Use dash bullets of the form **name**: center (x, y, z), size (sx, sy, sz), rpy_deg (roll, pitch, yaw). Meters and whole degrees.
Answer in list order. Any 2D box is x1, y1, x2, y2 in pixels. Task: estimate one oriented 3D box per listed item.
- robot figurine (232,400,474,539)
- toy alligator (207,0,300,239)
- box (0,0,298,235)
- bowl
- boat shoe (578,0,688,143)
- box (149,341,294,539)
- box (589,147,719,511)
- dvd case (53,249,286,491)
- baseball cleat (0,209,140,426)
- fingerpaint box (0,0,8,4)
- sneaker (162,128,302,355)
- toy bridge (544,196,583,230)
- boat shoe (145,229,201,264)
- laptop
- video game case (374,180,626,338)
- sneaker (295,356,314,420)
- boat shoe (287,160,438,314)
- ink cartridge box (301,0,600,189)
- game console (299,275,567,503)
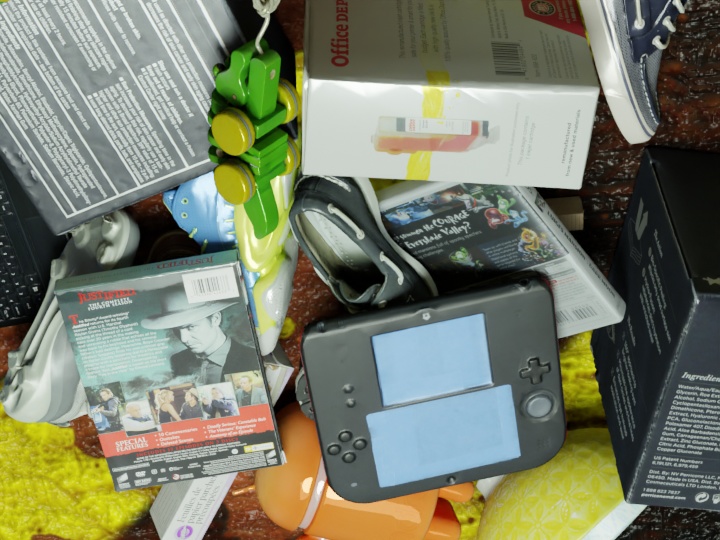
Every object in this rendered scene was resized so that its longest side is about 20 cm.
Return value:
- **robot figurine**: center (-0.005, 0.174, 1.355), size (0.197, 0.118, 0.144), rpy_deg (14, 140, -9)
- **toy alligator**: center (-0.077, -0.112, 1.041), size (0.054, 0.059, 0.202), rpy_deg (26, 133, 28)
- **box**: center (-0.169, -0.162, 1.103), size (0.196, 0.124, 0.201), rpy_deg (-19, 126, 13)
- **bowl**: center (0.163, 0.199, 1.366), size (0.108, 0.199, 0.201), rpy_deg (46, 122, 18)
- **boat shoe**: center (0.207, -0.185, 1.123), size (0.092, 0.075, 0.201), rpy_deg (-13, 125, 17)
- **box**: center (-0.118, 0.144, 1.333), size (0.038, 0.042, 0.201), rpy_deg (11, 119, -33)
- **box**: center (0.264, 0.045, 1.215), size (0.116, 0.198, 0.202), rpy_deg (6, 126, -6)
- **dvd case**: center (-0.146, 0.082, 1.242), size (0.144, 0.022, 0.202), rpy_deg (-10, 124, 2)
- **baseball cleat**: center (-0.213, 0.039, 1.274), size (0.106, 0.070, 0.201), rpy_deg (17, 118, -43)
- **fingerpaint box**: center (-0.224, -0.241, 0.999), size (0.165, 0.201, 0.074), rpy_deg (-20, 125, 13)
- **sneaker**: center (-0.102, -0.031, 1.236), size (0.104, 0.076, 0.202), rpy_deg (8, 114, 4)
- **toy bridge**: center (0.143, -0.043, 1.254), size (0.066, 0.027, 0.202), rpy_deg (-4, 125, 3)
- **boat shoe**: center (-0.148, 0.061, 1.299), size (0.071, 0.068, 0.202), rpy_deg (6, 125, -5)
- **laptop**: center (-0.318, 0.004, 1.233), size (0.197, 0.104, 0.179), rpy_deg (-9, 126, 6)
- **video game case**: center (0.079, -0.002, 1.245), size (0.198, 0.024, 0.182), rpy_deg (-17, 127, 38)
- **sneaker**: center (0.044, 0.088, 1.299), size (0.198, 0.080, 0.075), rpy_deg (12, 122, -12)
- **boat shoe**: center (0.000, 0.000, 1.216), size (0.075, 0.061, 0.201), rpy_deg (-11, 131, 32)
- **ink cartridge box**: center (0.057, -0.134, 1.116), size (0.197, 0.146, 0.084), rpy_deg (3, 128, -3)
- **game console**: center (0.060, 0.097, 1.240), size (0.197, 0.031, 0.178), rpy_deg (-12, 127, -2)
